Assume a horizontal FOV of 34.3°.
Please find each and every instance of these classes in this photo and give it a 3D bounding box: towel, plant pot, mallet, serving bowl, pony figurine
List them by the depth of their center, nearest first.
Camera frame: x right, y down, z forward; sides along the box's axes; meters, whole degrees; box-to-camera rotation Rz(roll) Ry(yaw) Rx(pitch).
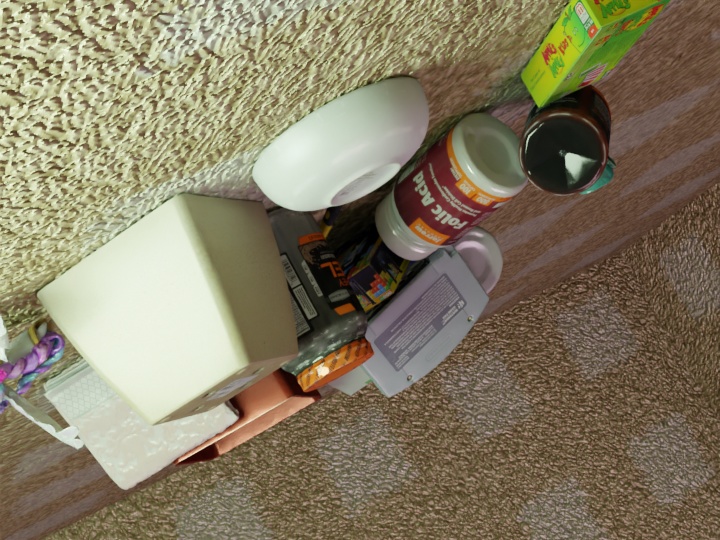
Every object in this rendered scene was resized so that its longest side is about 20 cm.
[{"bbox_3d":[-0.381,0.117,1.183,0.199,0.167,0.193,-29,-157,-17],"label":"pony figurine"},{"bbox_3d":[-0.010,-0.116,1.204,0.199,0.066,0.200,-27,170,-5],"label":"serving bowl"},{"bbox_3d":[-0.182,0.051,1.240,0.199,0.178,0.200,-31,170,18],"label":"plant pot"},{"bbox_3d":[-0.037,-0.050,1.453,0.041,0.066,0.200,-25,169,-27],"label":"mallet"},{"bbox_3d":[-0.295,0.180,1.565,0.199,0.191,0.032,-32,-160,13],"label":"towel"},{"bbox_3d":[-0.198,0.156,1.711,0.199,0.177,0.200,-29,169,5],"label":"plant pot"}]

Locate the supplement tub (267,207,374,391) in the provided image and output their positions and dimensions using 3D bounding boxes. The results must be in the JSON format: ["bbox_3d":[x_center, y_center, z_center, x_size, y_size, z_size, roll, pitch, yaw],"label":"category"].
[{"bbox_3d":[-0.071,0.034,1.387,0.122,0.201,0.123,-28,171,-5],"label":"supplement tub"}]

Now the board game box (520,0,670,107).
[{"bbox_3d":[0.257,-0.258,1.285,0.101,0.048,0.200,-26,170,-16],"label":"board game box"}]

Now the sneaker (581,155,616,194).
[{"bbox_3d":[0.309,-0.172,1.639,0.083,0.121,0.200,-28,170,0],"label":"sneaker"}]

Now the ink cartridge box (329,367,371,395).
[{"bbox_3d":[0.010,0.081,1.877,0.145,0.087,0.201,-41,-155,54],"label":"ink cartridge box"}]

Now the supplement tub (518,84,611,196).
[{"bbox_3d":[0.255,-0.172,1.432,0.107,0.107,0.200,-33,-168,25],"label":"supplement tub"}]

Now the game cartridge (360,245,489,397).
[{"bbox_3d":[0.078,0.070,1.578,0.200,0.133,0.041,-43,-151,-9],"label":"game cartridge"}]

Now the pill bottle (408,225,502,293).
[{"bbox_3d":[0.119,-0.026,1.712,0.112,0.113,0.200,-26,-162,-13],"label":"pill bottle"}]

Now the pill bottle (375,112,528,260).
[{"bbox_3d":[0.110,-0.100,1.472,0.114,0.115,0.200,-19,166,-42],"label":"pill bottle"}]

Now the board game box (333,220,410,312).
[{"bbox_3d":[0.000,0.000,1.620,0.165,0.057,0.200,-34,-166,31],"label":"board game box"}]
